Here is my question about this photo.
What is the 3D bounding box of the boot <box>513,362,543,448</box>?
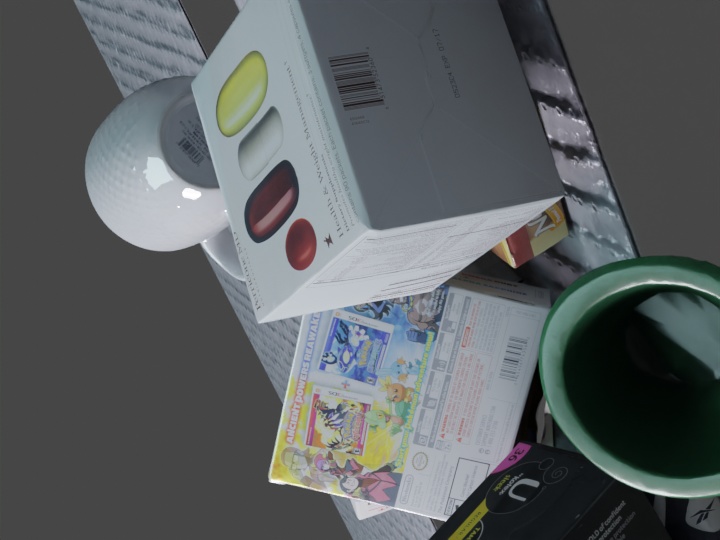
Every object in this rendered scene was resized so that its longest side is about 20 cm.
[{"bbox_3d":[0.116,0.119,1.267,0.200,0.075,0.097,103,174,-76],"label":"boot"}]

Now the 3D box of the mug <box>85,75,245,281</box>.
[{"bbox_3d":[-0.145,-0.079,1.318,0.200,0.148,0.175,59,159,-5],"label":"mug"}]

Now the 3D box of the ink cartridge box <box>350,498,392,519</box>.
[{"bbox_3d":[0.039,0.158,1.302,0.200,0.117,0.067,85,165,-66],"label":"ink cartridge box"}]

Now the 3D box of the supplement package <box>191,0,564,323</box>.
[{"bbox_3d":[0.002,-0.091,0.988,0.200,0.147,0.192,-40,64,60],"label":"supplement package"}]

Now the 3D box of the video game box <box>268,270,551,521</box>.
[{"bbox_3d":[0.035,0.090,1.141,0.047,0.182,0.200,-80,3,-69],"label":"video game box"}]

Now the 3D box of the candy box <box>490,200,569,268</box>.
[{"bbox_3d":[0.070,-0.096,1.119,0.200,0.055,0.116,40,158,52],"label":"candy box"}]

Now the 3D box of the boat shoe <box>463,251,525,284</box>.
[{"bbox_3d":[0.083,0.022,1.293,0.086,0.075,0.202,57,164,6],"label":"boat shoe"}]

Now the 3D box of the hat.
[{"bbox_3d":[0.220,0.039,0.968,0.200,0.176,0.166,-20,101,38],"label":"hat"}]

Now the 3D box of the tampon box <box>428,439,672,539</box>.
[{"bbox_3d":[0.155,0.253,1.082,0.126,0.150,0.200,5,133,58],"label":"tampon box"}]

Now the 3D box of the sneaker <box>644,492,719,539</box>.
[{"bbox_3d":[0.208,0.162,1.143,0.130,0.079,0.199,64,165,-16],"label":"sneaker"}]

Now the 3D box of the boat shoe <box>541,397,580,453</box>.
[{"bbox_3d":[0.182,0.105,1.194,0.062,0.073,0.200,9,140,11],"label":"boat shoe"}]
